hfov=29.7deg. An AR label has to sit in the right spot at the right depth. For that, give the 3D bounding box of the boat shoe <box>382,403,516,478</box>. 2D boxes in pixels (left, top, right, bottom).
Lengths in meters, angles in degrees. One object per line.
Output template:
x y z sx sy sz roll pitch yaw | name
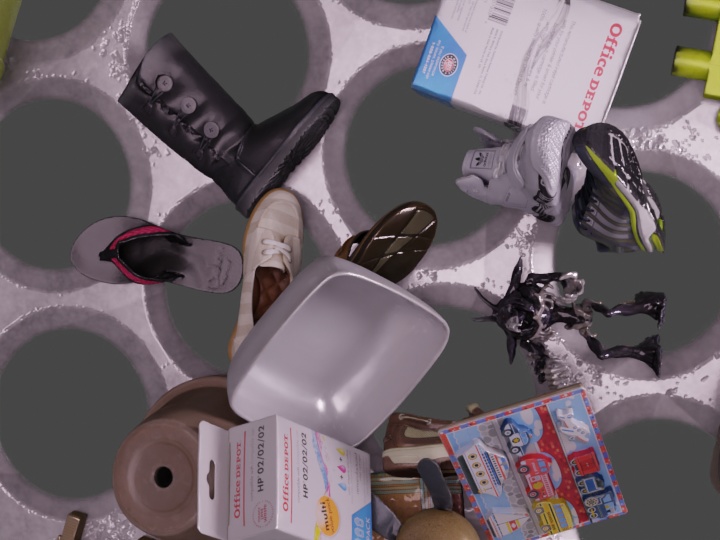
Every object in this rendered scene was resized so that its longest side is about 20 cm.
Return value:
0.122 0.174 1.417 0.199 0.075 0.076 1 70 2 | boat shoe

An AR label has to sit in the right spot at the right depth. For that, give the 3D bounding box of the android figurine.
0.420 -0.226 1.374 0.197 0.041 0.185 10 92 10 | android figurine

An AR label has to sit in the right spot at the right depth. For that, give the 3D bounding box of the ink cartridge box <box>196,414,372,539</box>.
-0.071 0.218 1.336 0.067 0.199 0.117 -20 59 31 | ink cartridge box

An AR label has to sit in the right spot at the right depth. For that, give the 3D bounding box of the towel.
0.016 0.291 1.460 0.197 0.022 0.149 -5 90 10 | towel

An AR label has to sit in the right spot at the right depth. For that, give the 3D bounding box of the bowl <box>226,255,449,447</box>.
-0.030 0.080 1.395 0.201 0.199 0.075 -51 41 14 | bowl

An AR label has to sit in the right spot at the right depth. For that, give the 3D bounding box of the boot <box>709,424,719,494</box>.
0.391 0.127 1.330 0.069 0.146 0.203 12 92 11 | boot

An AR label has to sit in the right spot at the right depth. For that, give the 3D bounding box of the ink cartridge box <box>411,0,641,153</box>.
0.170 -0.219 1.395 0.197 0.084 0.147 21 93 9 | ink cartridge box

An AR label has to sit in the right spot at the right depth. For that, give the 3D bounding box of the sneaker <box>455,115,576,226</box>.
0.152 -0.105 1.348 0.113 0.200 0.076 16 78 15 | sneaker

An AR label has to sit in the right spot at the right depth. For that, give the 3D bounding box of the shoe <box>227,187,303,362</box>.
-0.094 0.014 1.447 0.069 0.053 0.203 7 99 -27 | shoe

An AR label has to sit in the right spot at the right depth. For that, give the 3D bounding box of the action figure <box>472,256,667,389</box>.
0.210 0.053 1.385 0.197 0.102 0.121 5 103 8 | action figure

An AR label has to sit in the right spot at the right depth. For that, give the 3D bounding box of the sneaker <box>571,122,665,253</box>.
0.243 -0.070 1.342 0.080 0.200 0.075 -16 52 21 | sneaker

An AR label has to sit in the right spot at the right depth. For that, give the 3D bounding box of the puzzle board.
0.177 0.206 1.370 0.149 0.018 0.201 -19 128 9 | puzzle board

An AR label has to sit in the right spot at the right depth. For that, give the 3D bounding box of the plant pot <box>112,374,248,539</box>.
-0.172 0.207 1.403 0.197 0.174 0.204 -2 85 17 | plant pot

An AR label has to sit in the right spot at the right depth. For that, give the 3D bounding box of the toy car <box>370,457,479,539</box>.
0.077 0.299 1.372 0.163 0.157 0.202 -31 79 20 | toy car

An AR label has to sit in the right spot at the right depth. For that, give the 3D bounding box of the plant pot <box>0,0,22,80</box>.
-0.440 -0.303 1.463 0.198 0.200 0.192 23 81 9 | plant pot

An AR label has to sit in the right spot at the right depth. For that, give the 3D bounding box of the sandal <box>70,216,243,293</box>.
-0.225 -0.016 1.485 0.197 0.045 0.076 8 92 10 | sandal

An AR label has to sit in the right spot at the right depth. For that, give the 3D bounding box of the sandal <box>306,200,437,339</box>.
0.000 0.000 1.443 0.201 0.081 0.055 -52 48 16 | sandal

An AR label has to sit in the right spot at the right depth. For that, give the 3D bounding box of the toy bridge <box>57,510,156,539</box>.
-0.246 0.329 1.502 0.197 0.027 0.068 18 95 9 | toy bridge

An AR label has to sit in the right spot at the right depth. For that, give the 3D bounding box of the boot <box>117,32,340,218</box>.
-0.143 -0.183 1.465 0.200 0.066 0.165 43 95 11 | boot
